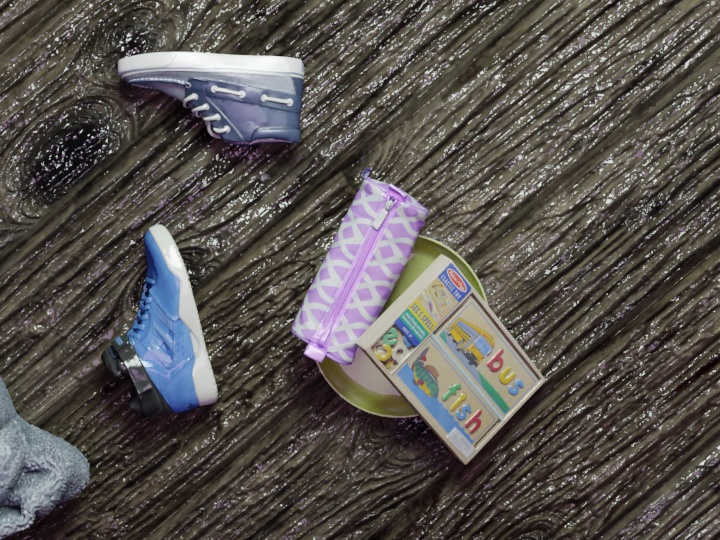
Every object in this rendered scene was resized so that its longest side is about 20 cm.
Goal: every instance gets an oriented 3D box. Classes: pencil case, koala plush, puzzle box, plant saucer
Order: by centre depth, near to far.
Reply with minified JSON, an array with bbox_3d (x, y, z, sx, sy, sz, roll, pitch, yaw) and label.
[{"bbox_3d":[-0.399,0.173,1.551,0.182,0.177,0.202,-25,95,-12],"label":"koala plush"},{"bbox_3d":[0.000,0.000,1.560,0.083,0.086,0.202,25,94,-6],"label":"pencil case"},{"bbox_3d":[0.100,0.097,1.586,0.133,0.025,0.200,-46,119,-8],"label":"puzzle box"},{"bbox_3d":[0.042,0.059,1.624,0.198,0.031,0.203,0,95,-3],"label":"plant saucer"}]

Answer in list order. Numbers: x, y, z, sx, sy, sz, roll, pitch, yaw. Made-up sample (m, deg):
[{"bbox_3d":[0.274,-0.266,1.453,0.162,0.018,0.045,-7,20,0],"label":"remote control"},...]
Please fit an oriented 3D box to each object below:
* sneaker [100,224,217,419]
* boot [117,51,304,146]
[{"bbox_3d":[-0.229,0.059,1.587,0.110,0.077,0.202,-15,102,-11],"label":"sneaker"},{"bbox_3d":[-0.158,-0.180,1.573,0.198,0.073,0.091,1,89,-4],"label":"boot"}]
